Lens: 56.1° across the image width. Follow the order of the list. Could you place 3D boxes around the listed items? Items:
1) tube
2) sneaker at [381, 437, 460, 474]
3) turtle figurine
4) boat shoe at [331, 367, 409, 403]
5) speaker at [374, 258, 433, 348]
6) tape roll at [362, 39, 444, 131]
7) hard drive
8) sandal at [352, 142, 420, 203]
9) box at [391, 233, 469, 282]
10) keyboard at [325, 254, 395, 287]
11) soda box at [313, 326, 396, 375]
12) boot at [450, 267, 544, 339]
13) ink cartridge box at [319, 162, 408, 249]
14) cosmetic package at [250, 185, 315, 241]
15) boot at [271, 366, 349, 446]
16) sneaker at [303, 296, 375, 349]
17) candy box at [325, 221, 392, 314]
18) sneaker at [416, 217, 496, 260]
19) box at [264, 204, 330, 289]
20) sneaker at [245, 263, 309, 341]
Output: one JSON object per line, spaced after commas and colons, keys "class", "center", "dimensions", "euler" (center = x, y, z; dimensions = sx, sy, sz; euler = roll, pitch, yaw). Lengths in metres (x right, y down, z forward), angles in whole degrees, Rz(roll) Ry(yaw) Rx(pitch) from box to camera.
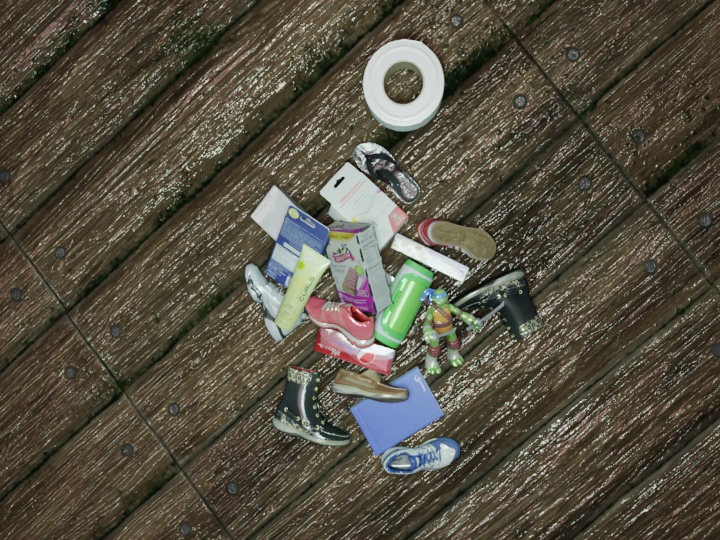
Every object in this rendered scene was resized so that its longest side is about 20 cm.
{"class": "tube", "center": [-0.142, 0.044, 1.580], "dimensions": [0.057, 0.052, 0.204], "euler": [16, 111, -29]}
{"class": "sneaker", "center": [0.147, 0.459, 1.630], "dimensions": [0.194, 0.088, 0.078], "euler": [-14, 88, 4]}
{"class": "turtle figurine", "center": [0.210, 0.154, 1.558], "dimensions": [0.196, 0.144, 0.199], "euler": [18, 129, 29]}
{"class": "boat shoe", "center": [0.024, 0.274, 1.634], "dimensions": [0.194, 0.076, 0.074], "euler": [6, 72, 18]}
{"class": "speaker", "center": [0.101, 0.080, 1.630], "dimensions": [0.087, 0.088, 0.204], "euler": [27, 93, 5]}
{"class": "tape roll", "center": [0.105, -0.445, 1.628], "dimensions": [0.196, 0.071, 0.210], "euler": [0, 91, 7]}
{"class": "hard drive", "center": [0.090, 0.347, 1.665], "dimensions": [0.197, 0.025, 0.134], "euler": [-32, 88, 6]}
{"class": "sandal", "center": [0.066, -0.244, 1.646], "dimensions": [0.199, 0.048, 0.076], "euler": [38, 94, 3]}
{"class": "box", "center": [0.168, -0.031, 1.644], "dimensions": [0.196, 0.041, 0.040], "euler": [26, 94, 6]}
{"class": "keyboard", "center": [0.000, 0.000, 1.678], "dimensions": [0.197, 0.011, 0.057], "euler": [31, 89, 4]}
{"class": "soda box", "center": [-0.012, 0.190, 1.650], "dimensions": [0.194, 0.070, 0.065], "euler": [18, 94, 5]}
{"class": "boot", "center": [0.326, 0.102, 1.615], "dimensions": [0.199, 0.073, 0.157], "euler": [-26, 91, 7]}
{"class": "ink cartridge box", "center": [0.003, -0.147, 1.628], "dimensions": [0.200, 0.068, 0.117], "euler": [43, 72, 3]}
{"class": "cosmetic package", "center": [-0.164, -0.103, 1.657], "dimensions": [0.199, 0.074, 0.102], "euler": [41, 96, 4]}
{"class": "boot", "center": [-0.108, 0.333, 1.655], "dimensions": [0.198, 0.073, 0.158], "euler": [15, 90, 4]}
{"class": "sneaker", "center": [-0.045, 0.101, 1.604], "dimensions": [0.196, 0.074, 0.088], "euler": [27, 131, 15]}
{"class": "candy box", "center": [-0.010, -0.008, 1.584], "dimensions": [0.060, 0.134, 0.205], "euler": [-30, 114, -36]}
{"class": "sneaker", "center": [0.227, -0.078, 1.631], "dimensions": [0.195, 0.112, 0.073], "euler": [18, 90, -25]}
{"class": "box", "center": [-0.145, -0.047, 1.591], "dimensions": [0.119, 0.032, 0.203], "euler": [32, 122, 11]}
{"class": "sneaker", "center": [-0.201, 0.061, 1.667], "dimensions": [0.112, 0.075, 0.204], "euler": [-25, 93, 5]}
